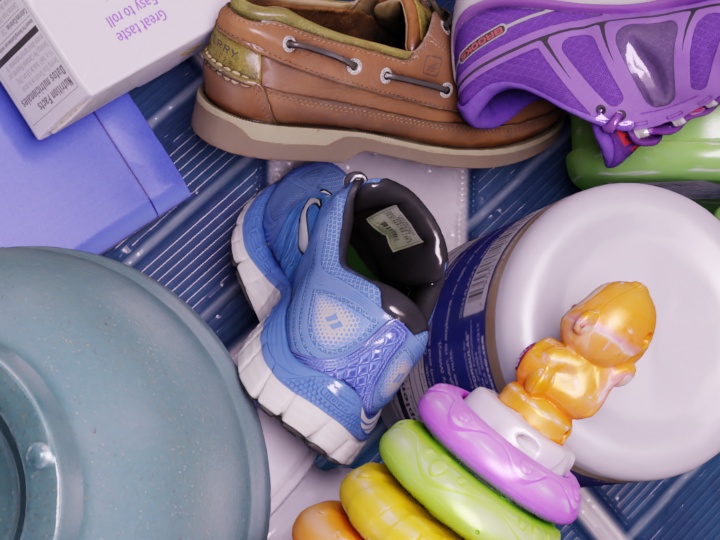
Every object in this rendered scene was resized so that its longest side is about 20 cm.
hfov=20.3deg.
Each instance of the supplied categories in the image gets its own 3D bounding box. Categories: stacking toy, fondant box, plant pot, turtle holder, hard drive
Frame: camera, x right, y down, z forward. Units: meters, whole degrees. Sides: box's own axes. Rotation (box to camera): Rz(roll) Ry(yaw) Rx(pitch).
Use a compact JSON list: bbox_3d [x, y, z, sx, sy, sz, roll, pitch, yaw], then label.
[{"bbox_3d":[0.038,0.084,0.714,0.110,0.116,0.201,39,97,30],"label":"stacking toy"},{"bbox_3d":[-0.130,-0.178,0.871,0.144,0.058,0.201,-35,95,-38],"label":"fondant box"},{"bbox_3d":[-0.143,0.084,0.737,0.199,0.134,0.202,-1,84,10],"label":"plant pot"},{"bbox_3d":[0.183,-0.077,0.934,0.184,0.141,0.133,5,85,-22],"label":"turtle holder"},{"bbox_3d":[-0.190,-0.035,0.864,0.199,0.025,0.132,-34,93,-21],"label":"hard drive"}]

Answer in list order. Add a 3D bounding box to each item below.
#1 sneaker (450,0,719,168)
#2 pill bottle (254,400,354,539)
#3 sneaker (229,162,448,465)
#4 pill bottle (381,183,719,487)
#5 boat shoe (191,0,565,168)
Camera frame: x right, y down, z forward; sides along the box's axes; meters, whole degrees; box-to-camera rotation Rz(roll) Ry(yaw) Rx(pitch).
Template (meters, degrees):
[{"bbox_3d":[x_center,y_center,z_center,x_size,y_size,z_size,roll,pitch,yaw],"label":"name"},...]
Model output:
[{"bbox_3d":[0.131,-0.083,0.832,0.080,0.199,0.084,15,80,-59],"label":"sneaker"},{"bbox_3d":[-0.009,0.157,0.848,0.114,0.114,0.200,-43,96,-20],"label":"pill bottle"},{"bbox_3d":[0.000,0.000,0.843,0.078,0.200,0.089,39,106,-22],"label":"sneaker"},{"bbox_3d":[0.078,0.036,0.853,0.115,0.200,0.117,3,81,-17],"label":"pill bottle"},{"bbox_3d":[0.021,-0.089,0.894,0.199,0.072,0.068,-6,120,-39],"label":"boat shoe"}]
